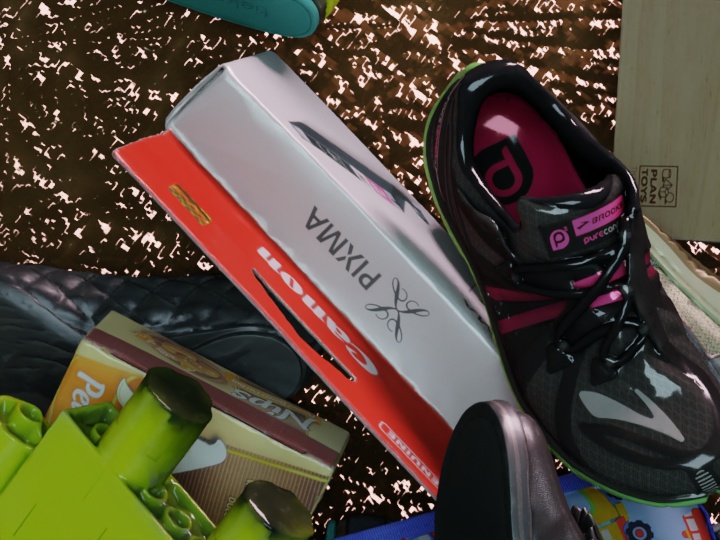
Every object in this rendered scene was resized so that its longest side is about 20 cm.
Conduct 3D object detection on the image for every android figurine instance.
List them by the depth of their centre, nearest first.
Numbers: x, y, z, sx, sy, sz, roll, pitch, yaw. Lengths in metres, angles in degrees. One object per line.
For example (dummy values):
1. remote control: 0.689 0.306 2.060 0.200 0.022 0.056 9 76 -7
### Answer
1. android figurine: -0.104 0.138 1.049 0.182 0.041 0.200 49 116 19

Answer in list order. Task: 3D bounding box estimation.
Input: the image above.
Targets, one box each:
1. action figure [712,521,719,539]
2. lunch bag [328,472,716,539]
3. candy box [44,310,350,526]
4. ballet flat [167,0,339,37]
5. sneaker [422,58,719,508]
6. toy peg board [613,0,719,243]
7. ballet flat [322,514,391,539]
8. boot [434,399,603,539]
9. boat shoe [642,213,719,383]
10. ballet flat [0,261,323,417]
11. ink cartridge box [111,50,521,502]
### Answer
1. action figure: 0.116 0.184 1.141 0.200 0.105 0.194 27 82 15
2. lunch bag: 0.078 0.162 1.058 0.200 0.094 0.151 -17 65 -9
3. candy box: -0.100 0.132 1.125 0.115 0.055 0.200 27 104 0
4. ballet flat: -0.102 -0.153 1.157 0.200 0.067 0.067 13 68 -3
5. sneaker: 0.082 0.005 1.046 0.077 0.084 0.200 -30 74 -10
6. toy peg board: 0.219 -0.106 1.127 0.199 0.098 0.200 4 89 34
7. ballet flat: -0.006 0.204 1.142 0.073 0.073 0.200 15 87 0
8. boot: 0.127 0.126 1.003 0.174 0.069 0.200 -16 96 -22
9. boat shoe: 0.107 0.021 1.117 0.201 0.072 0.066 35 65 19
10. ballet flat: -0.114 0.027 1.162 0.200 0.057 0.066 6 114 5
11. ink cartridge box: 0.000 0.000 1.091 0.044 0.174 0.200 -43 89 12
